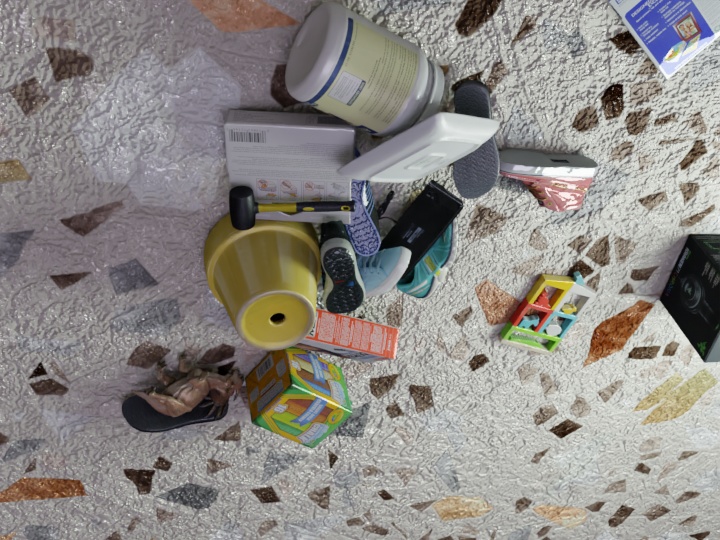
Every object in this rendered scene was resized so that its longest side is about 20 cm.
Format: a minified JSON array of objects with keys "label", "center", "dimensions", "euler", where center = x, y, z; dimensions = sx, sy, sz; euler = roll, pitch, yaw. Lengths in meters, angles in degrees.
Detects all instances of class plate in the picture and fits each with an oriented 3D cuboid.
[{"label":"plate","center":[0.095,-0.178,1.365],"dimensions":[0.199,0.033,0.200],"euler":[-26,169,33]}]

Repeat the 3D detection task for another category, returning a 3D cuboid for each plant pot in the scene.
[{"label":"plant pot","center":[-0.151,0.023,1.478],"dimensions":[0.199,0.189,0.202],"euler":[-8,131,-10]}]

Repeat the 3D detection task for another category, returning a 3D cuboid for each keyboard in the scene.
[{"label":"keyboard","center":[0.073,-0.078,1.542],"dimensions":[0.127,0.021,0.200],"euler":[32,121,-12]}]

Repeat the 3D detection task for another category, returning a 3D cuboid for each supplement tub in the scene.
[{"label":"supplement tub","center":[0.007,-0.283,1.302],"dimensions":[0.199,0.145,0.145],"euler":[20,121,-28]}]

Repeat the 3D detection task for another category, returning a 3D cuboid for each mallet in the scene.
[{"label":"mallet","center":[-0.109,-0.107,1.402],"dimensions":[0.199,0.041,0.066],"euler":[-7,126,3]}]

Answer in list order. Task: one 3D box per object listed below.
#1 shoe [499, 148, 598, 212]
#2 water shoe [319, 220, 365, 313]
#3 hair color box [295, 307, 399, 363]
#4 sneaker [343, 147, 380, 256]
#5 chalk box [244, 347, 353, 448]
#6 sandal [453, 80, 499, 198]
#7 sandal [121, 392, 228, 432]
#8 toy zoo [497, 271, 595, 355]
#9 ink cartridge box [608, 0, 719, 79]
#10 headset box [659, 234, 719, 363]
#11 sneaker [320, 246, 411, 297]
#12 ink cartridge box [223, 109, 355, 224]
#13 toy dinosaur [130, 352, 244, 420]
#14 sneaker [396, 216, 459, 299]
[{"label":"shoe","center":[0.310,-0.151,1.540],"dimensions":[0.199,0.072,0.091],"euler":[1,123,-22]},{"label":"water shoe","center":[-0.031,-0.004,1.485],"dimensions":[0.071,0.079,0.201],"euler":[-6,145,-3]},{"label":"hair color box","center":[-0.043,0.118,1.633],"dimensions":[0.199,0.064,0.111],"euler":[16,164,-25]},{"label":"sneaker","center":[-0.015,-0.124,1.482],"dimensions":[0.070,0.078,0.201],"euler":[-14,109,0]},{"label":"chalk box","center":[-0.102,0.246,1.714],"dimensions":[0.199,0.124,0.125],"euler":[30,116,-32]},{"label":"sandal","center":[0.190,-0.213,1.463],"dimensions":[0.076,0.043,0.201],"euler":[2,120,9]},{"label":"sandal","center":[-0.352,0.271,1.705],"dimensions":[0.199,0.077,0.043],"euler":[0,155,-15]},{"label":"toy zoo","center":[0.377,0.079,1.779],"dimensions":[0.131,0.021,0.201],"euler":[15,123,-25]},{"label":"ink cartridge box","center":[0.503,-0.429,1.389],"dimensions":[0.197,0.047,0.200],"euler":[-39,126,18]},{"label":"headset box","center":[0.690,0.057,1.731],"dimensions":[0.092,0.201,0.175],"euler":[-1,129,-15]},{"label":"sneaker","center":[0.000,0.000,1.538],"dimensions":[0.082,0.074,0.200],"euler":[30,143,-28]},{"label":"ink cartridge box","center":[-0.109,-0.161,1.406],"dimensions":[0.199,0.045,0.177],"euler":[3,130,0]},{"label":"toy dinosaur","center":[-0.320,0.232,1.666],"dimensions":[0.199,0.086,0.136],"euler":[-20,129,1]},{"label":"sneaker","center":[0.122,-0.029,1.590],"dimensions":[0.079,0.078,0.201],"euler":[12,124,-13]}]
